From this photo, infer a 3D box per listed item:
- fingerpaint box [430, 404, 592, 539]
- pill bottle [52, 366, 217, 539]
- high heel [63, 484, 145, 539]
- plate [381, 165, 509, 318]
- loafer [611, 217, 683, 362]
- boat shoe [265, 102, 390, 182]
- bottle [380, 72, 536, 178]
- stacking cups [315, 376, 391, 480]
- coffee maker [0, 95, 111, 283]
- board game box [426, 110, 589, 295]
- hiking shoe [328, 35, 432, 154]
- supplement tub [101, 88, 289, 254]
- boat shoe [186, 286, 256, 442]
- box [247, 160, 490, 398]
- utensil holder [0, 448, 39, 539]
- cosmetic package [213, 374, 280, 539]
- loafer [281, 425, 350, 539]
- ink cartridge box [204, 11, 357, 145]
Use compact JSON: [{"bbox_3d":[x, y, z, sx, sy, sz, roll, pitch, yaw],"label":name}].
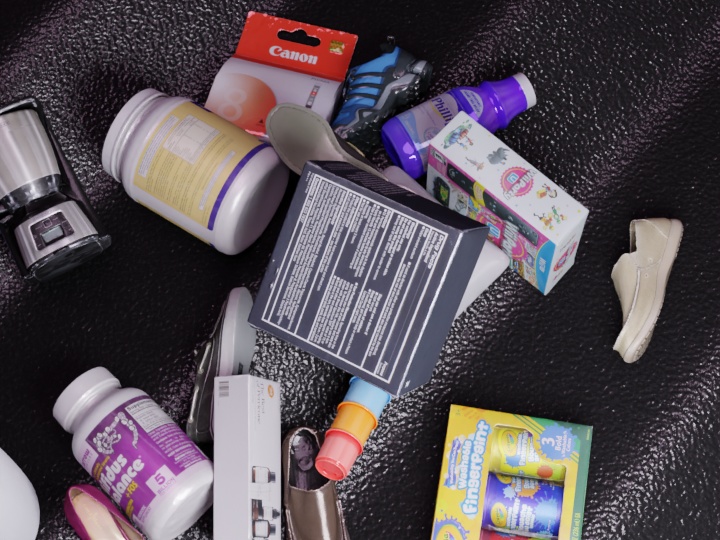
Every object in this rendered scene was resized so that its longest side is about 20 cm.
[{"bbox_3d":[0.169,0.267,1.555,0.166,0.073,0.201,9,68,6],"label":"fingerpaint box"},{"bbox_3d":[-0.261,0.208,1.581,0.112,0.112,0.200,-43,72,-14],"label":"pill bottle"},{"bbox_3d":[-0.264,0.324,1.541,0.200,0.096,0.067,40,75,17],"label":"high heel"},{"bbox_3d":[0.050,-0.017,1.646,0.200,0.032,0.200,40,64,15],"label":"plate"},{"bbox_3d":[0.334,0.020,1.652,0.068,0.076,0.201,17,60,11],"label":"loafer"},{"bbox_3d":[-0.034,-0.126,1.650,0.201,0.061,0.072,42,92,20],"label":"boat shoe"},{"bbox_3d":[0.128,-0.191,1.750,0.199,0.065,0.084,-26,64,-8],"label":"bottle"},{"bbox_3d":[0.004,0.150,1.584,0.060,0.061,0.200,20,50,11],"label":"stacking cups"},{"bbox_3d":[-0.396,-0.097,1.699,0.134,0.192,0.201,-27,89,15],"label":"coffee maker"},{"bbox_3d":[0.173,-0.080,1.658,0.200,0.148,0.064,39,72,17],"label":"board game box"},{"bbox_3d":[0.003,-0.216,1.769,0.087,0.075,0.200,38,63,19],"label":"hiking shoe"},{"bbox_3d":[-0.205,-0.126,1.698,0.199,0.146,0.146,30,72,14],"label":"supplement tub"},{"bbox_3d":[-0.171,0.110,1.638,0.063,0.071,0.201,-3,59,17],"label":"boat shoe"},{"bbox_3d":[0.011,0.006,1.532,0.198,0.123,0.201,26,103,18],"label":"box"},{"bbox_3d":[-0.457,0.258,1.523,0.169,0.200,0.171,-1,67,3],"label":"utensil holder"},{"bbox_3d":[-0.127,0.224,1.561,0.050,0.082,0.201,-6,77,21],"label":"cosmetic package"},{"bbox_3d":[-0.059,0.269,1.567,0.073,0.071,0.201,-14,68,-3],"label":"loafer"},{"bbox_3d":[-0.104,-0.250,1.797,0.161,0.050,0.201,14,72,8],"label":"ink cartridge box"}]
